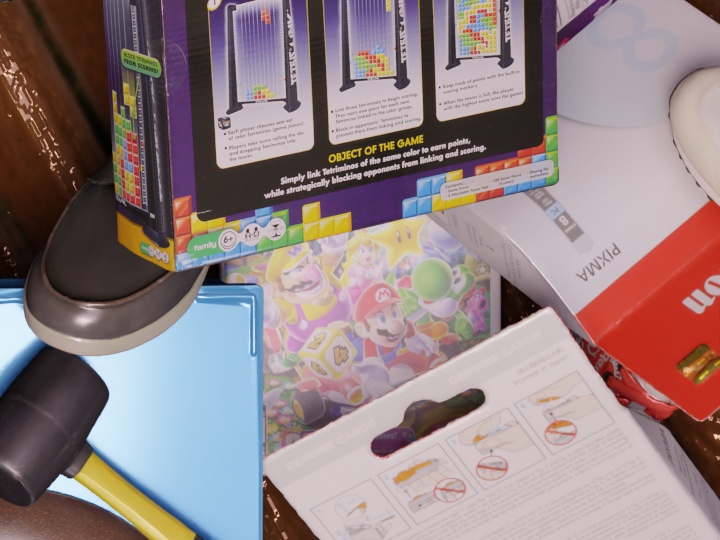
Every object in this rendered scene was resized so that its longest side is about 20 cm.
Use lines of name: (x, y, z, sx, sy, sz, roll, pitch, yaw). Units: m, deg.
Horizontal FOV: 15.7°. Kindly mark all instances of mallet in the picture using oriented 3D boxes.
mallet: (-0.078, 0.109, 1.154, 0.200, 0.041, 0.066, 34, 64, -16)

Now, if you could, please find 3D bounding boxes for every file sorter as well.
file sorter: (-0.124, 0.102, 1.231, 0.138, 0.123, 0.201, -1, 96, -12)

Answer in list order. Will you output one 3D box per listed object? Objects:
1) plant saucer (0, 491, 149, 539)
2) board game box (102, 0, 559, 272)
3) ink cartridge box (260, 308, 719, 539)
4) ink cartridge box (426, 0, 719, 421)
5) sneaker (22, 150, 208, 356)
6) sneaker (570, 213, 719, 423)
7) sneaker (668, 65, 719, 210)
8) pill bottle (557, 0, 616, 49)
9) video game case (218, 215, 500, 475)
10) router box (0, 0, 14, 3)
plant saucer: (-0.157, 0.198, 1.156, 0.199, 0.032, 0.201, -1, 97, -11)
board game box: (-0.011, -0.102, 1.110, 0.199, 0.057, 0.166, -13, 111, -30)
ink cartridge box: (0.068, 0.108, 1.247, 0.160, 0.047, 0.200, -29, 123, 14)
ink cartridge box: (0.142, -0.041, 1.238, 0.160, 0.200, 0.047, -39, 144, -18)
sneaker: (-0.086, -0.056, 1.157, 0.075, 0.107, 0.200, 23, 46, 14)
sneaker: (0.134, 0.053, 1.290, 0.067, 0.108, 0.202, 31, 88, -13)
sneaker: (0.225, -0.037, 1.173, 0.070, 0.094, 0.200, -40, 72, -19)
pill bottle: (0.068, -0.155, 1.242, 0.200, 0.111, 0.112, -40, 102, -14)
video game case: (0.000, 0.000, 1.298, 0.142, 0.018, 0.201, -1, 92, -12)
router box: (-0.108, -0.159, 1.193, 0.199, 0.157, 0.053, -12, 98, -10)
